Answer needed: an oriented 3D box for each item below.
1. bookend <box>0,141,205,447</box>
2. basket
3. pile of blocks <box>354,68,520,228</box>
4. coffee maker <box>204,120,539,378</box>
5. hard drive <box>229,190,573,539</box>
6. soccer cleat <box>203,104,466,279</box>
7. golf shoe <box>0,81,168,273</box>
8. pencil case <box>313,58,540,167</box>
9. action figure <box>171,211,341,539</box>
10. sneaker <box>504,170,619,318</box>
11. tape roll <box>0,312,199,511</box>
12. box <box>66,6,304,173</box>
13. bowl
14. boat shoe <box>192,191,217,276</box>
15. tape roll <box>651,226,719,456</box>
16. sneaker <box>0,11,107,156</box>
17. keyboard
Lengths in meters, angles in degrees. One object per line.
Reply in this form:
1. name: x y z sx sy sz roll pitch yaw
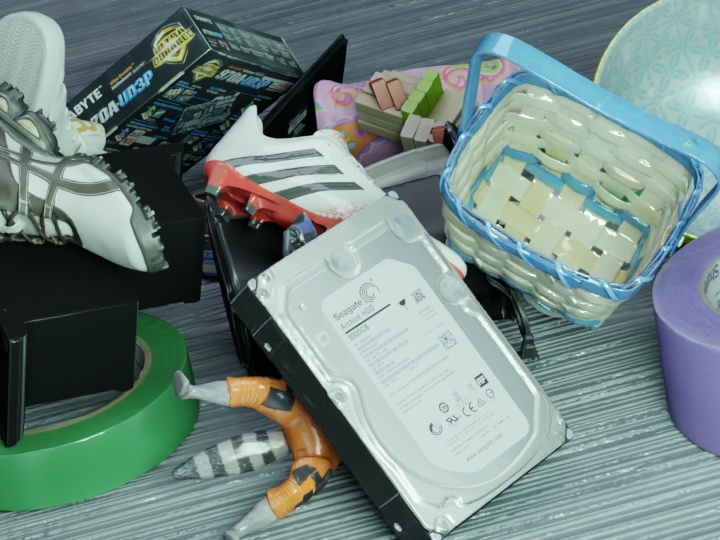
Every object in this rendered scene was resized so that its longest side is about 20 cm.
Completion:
1. bookend: -0.186 0.011 1.631 0.198 0.093 0.199 -11 39 -24
2. basket: 0.136 -0.063 1.505 0.176 0.200 0.140 30 67 5
3. pile of blocks: 0.071 -0.107 1.809 0.082 0.062 0.200 -35 56 -12
4. coffee maker: 0.000 0.000 1.638 0.198 0.136 0.192 -16 28 -7
5. hard drive: 0.028 0.062 1.458 0.139 0.201 0.038 -31 -8 -35
6. soccer cleat: -0.012 -0.050 1.570 0.199 0.069 0.086 22 69 16
7. golf shoe: -0.214 -0.042 1.571 0.094 0.078 0.200 -40 55 -22
8. pencil case: 0.061 -0.131 1.918 0.198 0.088 0.088 -8 27 11
9. action figure: -0.034 0.073 1.518 0.192 0.201 0.105 -18 -14 -27
10. sneaker: 0.135 -0.014 1.690 0.088 0.076 0.200 -7 17 22
11. tape roll: -0.215 0.096 1.638 0.199 0.049 0.201 -9 27 5
12. box: -0.151 -0.140 1.902 0.159 0.046 0.200 -37 -14 17
13. bowl: 0.262 -0.097 1.719 0.199 0.202 0.108 -16 -17 -8
14. boat shoe: -0.041 -0.056 1.833 0.199 0.073 0.072 -19 27 -13
15. tape roll: 0.291 0.040 1.490 0.198 0.086 0.200 -11 26 5
16. sneaker: -0.235 -0.114 1.712 0.074 0.201 0.115 42 38 25
17. keyboard: -0.070 -0.119 1.931 0.039 0.105 0.200 20 37 16
